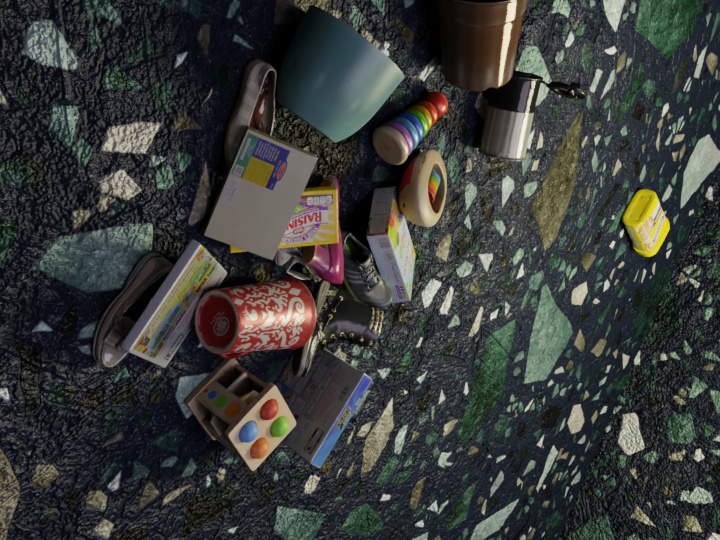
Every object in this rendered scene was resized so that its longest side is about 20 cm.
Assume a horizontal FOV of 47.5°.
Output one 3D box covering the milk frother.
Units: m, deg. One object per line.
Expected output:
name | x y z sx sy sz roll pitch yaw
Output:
milk frother | 0.392 -0.349 1.872 0.179 0.198 0.191 -16 122 -48

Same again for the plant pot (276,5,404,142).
plant pot | -0.050 -0.319 1.387 0.162 0.200 0.200 -55 142 4

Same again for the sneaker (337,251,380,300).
sneaker | -0.016 0.058 1.733 0.202 0.075 0.105 -61 172 -21

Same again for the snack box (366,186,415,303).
snack box | 0.067 -0.053 1.715 0.144 0.052 0.202 -78 157 -43

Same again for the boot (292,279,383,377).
boot | -0.042 0.132 1.597 0.152 0.073 0.206 24 60 -14

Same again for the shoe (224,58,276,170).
shoe | -0.181 -0.250 1.375 0.069 0.053 0.204 -3 111 -48

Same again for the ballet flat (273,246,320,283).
ballet flat | -0.127 -0.029 1.549 0.073 0.071 0.200 -58 140 -8

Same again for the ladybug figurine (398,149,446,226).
ladybug figurine | 0.130 -0.174 1.725 0.137 0.071 0.201 67 32 -33

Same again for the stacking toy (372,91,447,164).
stacking toy | 0.111 -0.304 1.674 0.200 0.084 0.086 -47 139 -31

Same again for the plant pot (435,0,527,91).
plant pot | 0.237 -0.485 1.641 0.199 0.199 0.201 -36 142 -31

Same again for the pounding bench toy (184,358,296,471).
pounding bench toy | -0.207 0.294 1.552 0.124 0.155 0.202 -45 138 -23

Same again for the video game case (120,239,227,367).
video game case | -0.304 0.060 1.361 0.202 0.023 0.182 -57 168 -10

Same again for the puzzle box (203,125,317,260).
puzzle box | -0.171 -0.129 1.394 0.131 0.025 0.202 20 108 -21

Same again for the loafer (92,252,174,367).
loafer | -0.364 0.069 1.324 0.072 0.062 0.202 33 83 -51

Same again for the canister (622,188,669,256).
canister | 0.940 -0.158 2.697 0.150 0.086 0.200 -58 140 -9

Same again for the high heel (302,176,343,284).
high heel | -0.053 -0.077 1.557 0.096 0.067 0.203 36 48 -41

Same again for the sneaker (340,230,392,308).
sneaker | 0.000 0.000 1.635 0.200 0.081 0.074 49 68 -20

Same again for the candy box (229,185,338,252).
candy box | -0.136 -0.091 1.450 0.196 0.026 0.104 -6 115 -11

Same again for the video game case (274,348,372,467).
video game case | -0.097 0.260 1.641 0.202 0.180 0.045 -57 142 -9

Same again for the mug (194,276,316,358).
mug | -0.195 0.104 1.465 0.199 0.132 0.180 -3 117 -57
